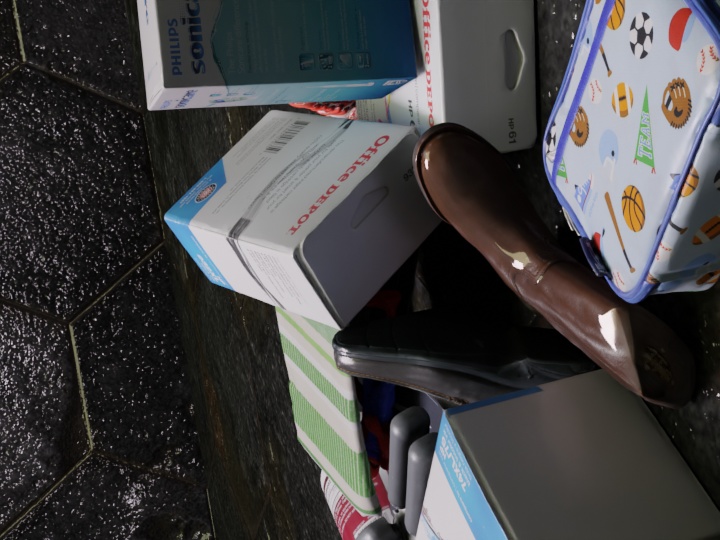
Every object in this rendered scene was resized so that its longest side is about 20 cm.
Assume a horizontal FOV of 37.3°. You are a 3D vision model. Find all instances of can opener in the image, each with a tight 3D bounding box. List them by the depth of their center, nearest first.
[{"bbox_3d":[0.034,0.187,0.839,0.053,0.066,0.202,50,150,34],"label":"can opener"}]

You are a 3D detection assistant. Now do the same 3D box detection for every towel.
[{"bbox_3d":[-0.031,0.099,0.920,0.152,0.023,0.204,39,142,56],"label":"towel"}]

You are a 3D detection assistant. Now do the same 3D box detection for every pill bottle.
[{"bbox_3d":[0.022,0.255,1.190,0.201,0.111,0.114,-118,25,-45],"label":"pill bottle"}]

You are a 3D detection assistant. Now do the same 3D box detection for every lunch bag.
[{"bbox_3d":[0.170,-0.089,0.616,0.202,0.074,0.162,102,154,-48],"label":"lunch bag"}]

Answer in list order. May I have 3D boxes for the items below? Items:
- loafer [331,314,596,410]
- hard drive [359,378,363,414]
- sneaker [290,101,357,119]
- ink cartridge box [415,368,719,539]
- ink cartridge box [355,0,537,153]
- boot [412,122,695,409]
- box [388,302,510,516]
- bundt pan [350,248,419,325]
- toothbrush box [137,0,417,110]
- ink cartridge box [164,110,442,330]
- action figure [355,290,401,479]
[{"bbox_3d":[0.074,0.082,0.792,0.073,0.196,0.074,-80,-2,-68],"label":"loafer"},{"bbox_3d":[-0.001,0.111,1.179,0.132,0.026,0.202,46,-163,-44],"label":"hard drive"},{"bbox_3d":[-0.024,-0.163,0.999,0.066,0.201,0.110,15,126,35],"label":"sneaker"},{"bbox_3d":[0.135,0.202,0.761,0.202,0.144,0.147,98,154,-43],"label":"ink cartridge box"},{"bbox_3d":[0.061,-0.178,0.877,0.200,0.083,0.148,-149,52,-65],"label":"ink cartridge box"},{"bbox_3d":[0.128,-0.004,0.708,0.186,0.064,0.200,44,-175,-30],"label":"boot"},{"bbox_3d":[0.091,0.151,0.932,0.148,0.102,0.204,-138,42,-63],"label":"box"},{"bbox_3d":[0.000,0.000,1.007,0.202,0.074,0.206,10,-90,-77],"label":"bundt pan"},{"bbox_3d":[-0.067,-0.205,0.806,0.085,0.196,0.150,171,92,-70],"label":"toothbrush box"},{"bbox_3d":[-0.045,-0.049,0.867,0.198,0.145,0.084,16,145,50],"label":"ink cartridge box"},{"bbox_3d":[0.013,0.111,0.915,0.066,0.051,0.203,-122,25,-45],"label":"action figure"}]
